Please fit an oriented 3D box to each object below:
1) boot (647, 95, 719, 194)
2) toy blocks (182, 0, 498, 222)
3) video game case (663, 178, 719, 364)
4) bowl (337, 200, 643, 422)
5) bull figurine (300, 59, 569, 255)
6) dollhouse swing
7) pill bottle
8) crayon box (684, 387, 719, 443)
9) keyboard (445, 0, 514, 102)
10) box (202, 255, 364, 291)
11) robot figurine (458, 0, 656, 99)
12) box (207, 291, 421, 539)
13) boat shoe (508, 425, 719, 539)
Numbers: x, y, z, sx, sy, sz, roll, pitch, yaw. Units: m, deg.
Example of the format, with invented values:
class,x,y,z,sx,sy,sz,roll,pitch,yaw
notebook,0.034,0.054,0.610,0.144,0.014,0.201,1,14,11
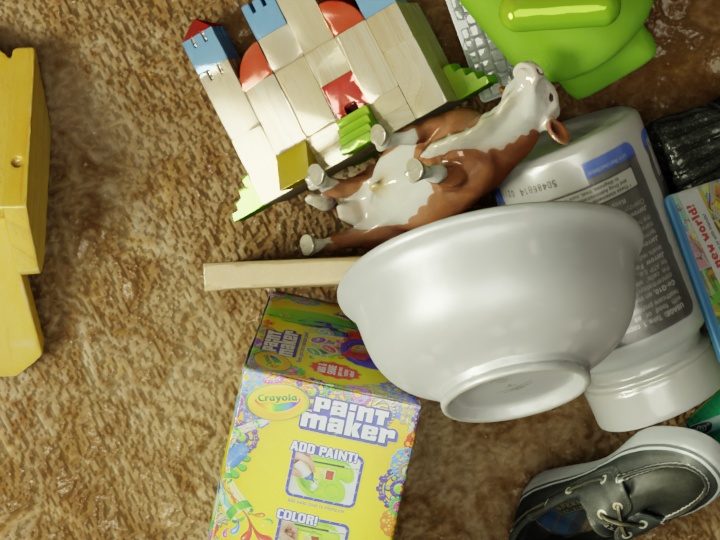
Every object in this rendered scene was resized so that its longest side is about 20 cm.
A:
class,x,y,z,sx,sy,sz,roll,pitch,yaw
boot,0.265,-0.128,1.682,0.157,0.079,0.212,-16,103,7
toy blocks,-0.027,-0.141,1.696,0.199,0.100,0.137,-28,86,20
video game case,0.316,-0.012,1.634,0.199,0.018,0.144,-17,74,-1
bowl,0.090,0.037,1.562,0.200,0.201,0.091,-14,69,6
bull figurine,0.044,-0.067,1.635,0.200,0.121,0.065,-39,66,41
dollhouse swing,-0.314,-0.041,1.760,0.199,0.176,0.183,-3,62,4
pill bottle,0.171,0.000,1.701,0.113,0.114,0.201,-20,101,8
crayon box,0.336,0.078,1.712,0.200,0.058,0.119,-45,131,11
keyboard,0.077,-0.218,1.707,0.056,0.011,0.201,-19,102,7
box,0.000,0.000,1.686,0.199,0.163,0.021,-2,90,3
robot figurine,0.117,-0.205,1.635,0.115,0.176,0.200,-28,126,22
box,-0.033,0.140,1.701,0.121,0.200,0.194,12,105,0
boat shoe,0.177,0.161,1.711,0.069,0.057,0.200,44,144,-15
